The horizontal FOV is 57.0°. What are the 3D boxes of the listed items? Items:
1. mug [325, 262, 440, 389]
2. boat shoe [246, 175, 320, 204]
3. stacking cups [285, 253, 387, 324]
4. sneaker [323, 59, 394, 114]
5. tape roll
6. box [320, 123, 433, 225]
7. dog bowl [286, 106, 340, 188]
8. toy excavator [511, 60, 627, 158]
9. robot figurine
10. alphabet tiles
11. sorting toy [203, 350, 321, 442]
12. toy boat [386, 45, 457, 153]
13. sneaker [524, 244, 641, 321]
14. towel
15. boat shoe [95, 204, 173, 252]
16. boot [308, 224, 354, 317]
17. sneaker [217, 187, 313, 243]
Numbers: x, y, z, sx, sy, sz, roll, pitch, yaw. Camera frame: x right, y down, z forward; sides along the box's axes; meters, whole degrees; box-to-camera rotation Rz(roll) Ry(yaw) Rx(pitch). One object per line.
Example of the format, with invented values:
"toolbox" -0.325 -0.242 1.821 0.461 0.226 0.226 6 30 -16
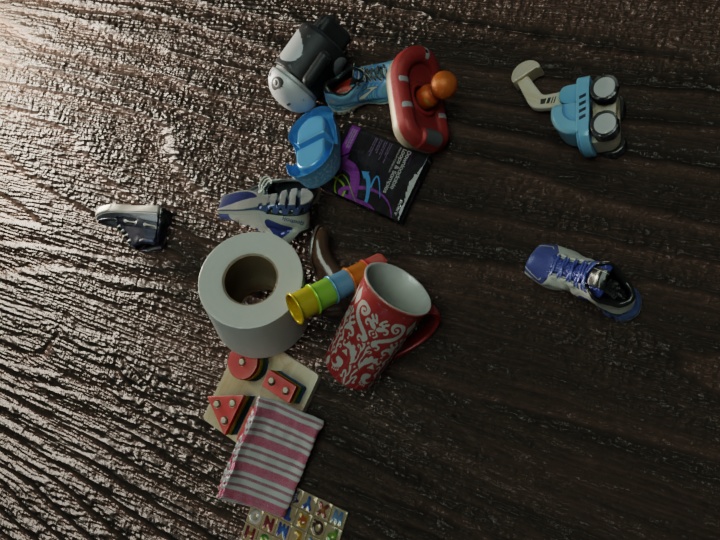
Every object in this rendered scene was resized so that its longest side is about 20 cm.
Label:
"mug" 0.041 0.116 1.191 0.175 0.134 0.202 28 118 -6
"boat shoe" -0.182 -0.157 1.392 0.196 0.062 0.077 -1 80 22
"stacking cups" -0.040 0.023 1.198 0.198 0.061 0.061 -30 65 -25
"sneaker" 0.014 -0.381 1.347 0.196 0.090 0.080 -19 73 14
"tape roll" -0.200 0.049 1.277 0.198 0.140 0.207 -1 60 2
"box" 0.029 -0.195 1.332 0.197 0.036 0.145 25 89 23
"dog bowl" -0.090 -0.248 1.342 0.110 0.050 0.203 -22 46 21
"toy excavator" 0.369 -0.296 1.195 0.196 0.099 0.199 -3 76 30
"robot figurine" -0.109 -0.431 1.386 0.124 0.150 0.201 37 93 11
"alphabet tiles" -0.133 0.503 1.263 0.196 0.008 0.171 17 85 23
"sorting toy" -0.208 0.251 1.312 0.196 0.069 0.203 26 89 24
"toy boat" 0.130 -0.333 1.254 0.130 0.129 0.205 -23 70 46
"sneaker" 0.374 0.007 1.101 0.197 0.115 0.082 29 86 23
"towel" -0.165 0.350 1.238 0.204 0.144 0.030 -66 22 -1
"boat shoe" -0.525 -0.094 1.505 0.196 0.075 0.095 0 71 21
"boot" 0.000 0.000 1.286 0.196 0.064 0.191 -3 90 24
"sneaker" -0.186 -0.095 1.339 0.194 0.117 0.081 -1 33 5
